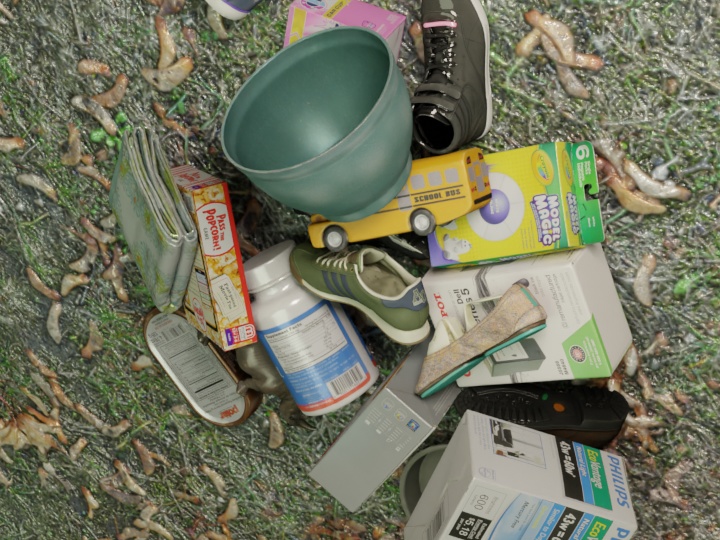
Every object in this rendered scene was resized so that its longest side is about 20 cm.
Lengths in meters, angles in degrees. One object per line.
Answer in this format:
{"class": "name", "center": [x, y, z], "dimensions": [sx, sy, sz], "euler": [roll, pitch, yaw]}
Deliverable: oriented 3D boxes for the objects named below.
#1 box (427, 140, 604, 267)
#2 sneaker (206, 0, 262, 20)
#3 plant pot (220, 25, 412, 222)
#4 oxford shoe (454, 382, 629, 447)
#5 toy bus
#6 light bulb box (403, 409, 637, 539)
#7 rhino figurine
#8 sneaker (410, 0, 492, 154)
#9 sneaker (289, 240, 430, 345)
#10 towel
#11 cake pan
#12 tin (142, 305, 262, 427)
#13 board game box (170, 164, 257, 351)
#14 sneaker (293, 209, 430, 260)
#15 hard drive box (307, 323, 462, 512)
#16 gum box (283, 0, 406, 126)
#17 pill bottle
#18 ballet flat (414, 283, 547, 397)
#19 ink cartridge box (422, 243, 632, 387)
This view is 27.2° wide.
{"class": "box", "center": [0.164, -0.071, 1.619], "dimensions": [0.200, 0.048, 0.118], "euler": [-9, 87, 32]}
{"class": "sneaker", "center": [-0.150, -0.385, 1.612], "dimensions": [0.200, 0.081, 0.146], "euler": [48, 122, -2]}
{"class": "plant pot", "center": [-0.027, -0.135, 1.549], "dimensions": [0.200, 0.201, 0.134], "euler": [-5, 140, 32]}
{"class": "oxford shoe", "center": [0.205, 0.179, 1.735], "dimensions": [0.199, 0.073, 0.085], "euler": [8, 133, -3]}
{"class": "toy bus", "center": [0.039, -0.075, 1.620], "dimensions": [0.200, 0.065, 0.079], "euler": [-10, 98, 27]}
{"class": "light bulb box", "center": [0.176, 0.290, 1.687], "dimensions": [0.199, 0.125, 0.199], "euler": [17, 122, -11]}
{"class": "rhino figurine", "center": [-0.118, 0.134, 1.932], "dimensions": [0.087, 0.060, 0.200], "euler": [-28, 105, 37]}
{"class": "sneaker", "center": [0.088, -0.213, 1.565], "dimensions": [0.071, 0.099, 0.200], "euler": [4, 120, 30]}
{"class": "sneaker", "center": [0.000, 0.000, 1.702], "dimensions": [0.200, 0.067, 0.090], "euler": [32, 144, 28]}
{"class": "towel", "center": [-0.255, -0.061, 1.815], "dimensions": [0.200, 0.048, 0.172], "euler": [115, 135, -60]}
{"class": "cake pan", "center": [0.147, 0.295, 1.897], "dimensions": [0.200, 0.037, 0.201], "euler": [15, 126, 21]}
{"class": "tin", "center": [-0.213, 0.123, 1.995], "dimensions": [0.112, 0.042, 0.200], "euler": [-25, 105, 43]}
{"class": "board game box", "center": [-0.189, -0.018, 1.811], "dimensions": [0.151, 0.046, 0.201], "euler": [-152, 50, -63]}
{"class": "sneaker", "center": [0.004, -0.061, 1.736], "dimensions": [0.200, 0.076, 0.088], "euler": [35, 135, 18]}
{"class": "hard drive box", "center": [0.043, 0.177, 1.805], "dimensions": [0.077, 0.156, 0.200], "euler": [39, 130, 2]}
{"class": "gum box", "center": [-0.029, -0.201, 1.658], "dimensions": [0.113, 0.066, 0.200], "euler": [21, 127, 13]}
{"class": "pill bottle", "center": [-0.069, 0.068, 1.826], "dimensions": [0.112, 0.112, 0.200], "euler": [-19, 105, 37]}
{"class": "ballet flat", "center": [0.124, 0.072, 1.650], "dimensions": [0.200, 0.068, 0.067], "euler": [-35, 79, 36]}
{"class": "ink cartridge box", "center": [0.185, 0.047, 1.685], "dimensions": [0.200, 0.084, 0.146], "euler": [-8, 115, 34]}
